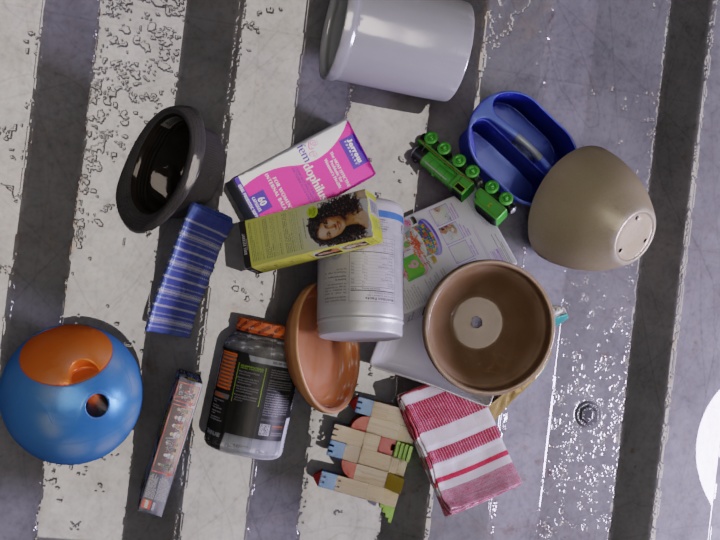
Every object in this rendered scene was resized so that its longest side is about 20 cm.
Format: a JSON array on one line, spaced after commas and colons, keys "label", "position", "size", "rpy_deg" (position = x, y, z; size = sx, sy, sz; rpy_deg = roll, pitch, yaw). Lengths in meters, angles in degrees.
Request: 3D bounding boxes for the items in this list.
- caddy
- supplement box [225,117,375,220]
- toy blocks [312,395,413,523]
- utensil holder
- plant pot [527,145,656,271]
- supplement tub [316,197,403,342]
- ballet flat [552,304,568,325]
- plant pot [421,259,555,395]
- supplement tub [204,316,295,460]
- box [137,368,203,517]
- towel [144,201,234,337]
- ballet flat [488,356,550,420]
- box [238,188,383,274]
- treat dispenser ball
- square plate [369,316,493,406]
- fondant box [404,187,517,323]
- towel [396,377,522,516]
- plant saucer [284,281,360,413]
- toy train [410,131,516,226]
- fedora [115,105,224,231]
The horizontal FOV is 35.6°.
[{"label": "caddy", "position": [0.252, -0.192, 1.784], "size": [0.200, 0.105, 0.141], "rpy_deg": [41, 82, -10]}, {"label": "supplement box", "position": [-0.092, -0.140, 1.716], "size": [0.200, 0.103, 0.101], "rpy_deg": [-30, 96, -12]}, {"label": "toy blocks", "position": [0.008, 0.277, 1.757], "size": [0.136, 0.100, 0.201], "rpy_deg": [16, 88, -1]}, {"label": "utensil holder", "position": [0.053, -0.356, 1.711], "size": [0.199, 0.170, 0.171], "rpy_deg": [10, 89, -15]}, {"label": "plant pot", "position": [0.380, -0.079, 1.754], "size": [0.200, 0.134, 0.201], "rpy_deg": [-19, 125, -29]}, {"label": "supplement tub", "position": [0.000, 0.000, 1.661], "size": [0.131, 0.132, 0.201], "rpy_deg": [3, 80, -12]}, {"label": "ballet flat", "position": [0.240, 0.092, 1.810], "size": [0.200, 0.072, 0.072], "rpy_deg": [-27, 96, -10]}, {"label": "plant pot", "position": [0.185, 0.083, 1.689], "size": [0.200, 0.093, 0.202], "rpy_deg": [0, 92, -9]}, {"label": "supplement tub", "position": [-0.159, 0.176, 1.695], "size": [0.122, 0.123, 0.201], "rpy_deg": [13, 89, -12]}, {"label": "box", "position": [-0.282, 0.251, 1.663], "size": [0.040, 0.137, 0.201], "rpy_deg": [18, 88, -9]}, {"label": "towel", "position": [-0.253, 0.002, 1.667], "size": [0.024, 0.145, 0.201], "rpy_deg": [19, 88, 16]}, {"label": "ballet flat", "position": [0.230, 0.179, 1.802], "size": [0.200, 0.069, 0.063], "rpy_deg": [-49, 122, -8]}, {"label": "box", "position": [-0.072, -0.054, 1.600], "size": [0.199, 0.050, 0.076], "rpy_deg": [-15, 76, 17]}, {"label": "treat dispenser ball", "position": [-0.412, 0.177, 1.601], "size": [0.200, 0.201, 0.202], "rpy_deg": [0, 91, -12]}, {"label": "square plate", "position": [0.137, 0.094, 1.764], "size": [0.198, 0.028, 0.200], "rpy_deg": [19, 70, 5]}, {"label": "fondant box", "position": [0.124, -0.024, 1.762], "size": [0.200, 0.058, 0.145], "rpy_deg": [-23, 73, -12]}, {"label": "towel", "position": [0.153, 0.261, 1.728], "size": [0.144, 0.023, 0.200], "rpy_deg": [-17, 77, -27]}, {"label": "plant saucer", "position": [-0.061, 0.117, 1.701], "size": [0.037, 0.200, 0.201], "rpy_deg": [-6, 93, 26]}, {"label": "toy train", "position": [0.158, -0.144, 1.760], "size": [0.200, 0.042, 0.056], "rpy_deg": [41, 81, 20]}, {"label": "fedora", "position": [-0.270, -0.145, 1.668], "size": [0.090, 0.177, 0.200], "rpy_deg": [17, 105, -44]}]
